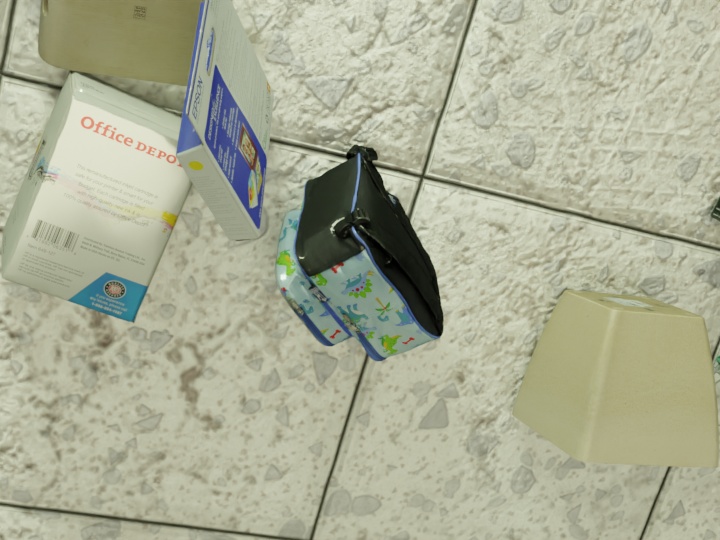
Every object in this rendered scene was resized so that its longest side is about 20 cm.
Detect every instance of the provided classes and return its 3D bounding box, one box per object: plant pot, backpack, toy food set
[{"bbox_3d":[0.329,0.127,1.461,0.197,0.200,0.180,6,98,-18],"label":"plant pot"},{"bbox_3d":[0.000,0.000,1.318,0.146,0.184,0.201,-27,122,21],"label":"backpack"},{"bbox_3d":[-0.232,-0.278,1.213,0.196,0.061,0.145,5,120,-17],"label":"toy food set"}]

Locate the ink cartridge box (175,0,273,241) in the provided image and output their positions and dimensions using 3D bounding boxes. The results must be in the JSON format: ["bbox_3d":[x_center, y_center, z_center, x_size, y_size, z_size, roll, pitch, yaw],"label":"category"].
[{"bbox_3d":[-0.141,-0.167,1.163,0.046,0.200,0.201,-6,146,16],"label":"ink cartridge box"}]

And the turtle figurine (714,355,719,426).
[{"bbox_3d":[0.560,0.172,1.593,0.198,0.101,0.151,-29,116,-10],"label":"turtle figurine"}]

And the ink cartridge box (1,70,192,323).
[{"bbox_3d":[-0.272,-0.082,1.219,0.145,0.145,0.202,21,103,-23],"label":"ink cartridge box"}]

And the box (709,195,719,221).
[{"bbox_3d":[0.568,-0.024,1.460,0.191,0.200,0.048,19,104,-23],"label":"box"}]
